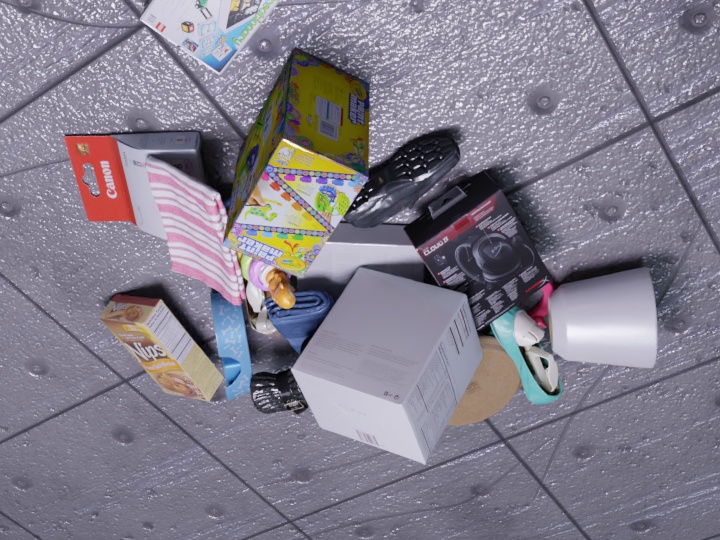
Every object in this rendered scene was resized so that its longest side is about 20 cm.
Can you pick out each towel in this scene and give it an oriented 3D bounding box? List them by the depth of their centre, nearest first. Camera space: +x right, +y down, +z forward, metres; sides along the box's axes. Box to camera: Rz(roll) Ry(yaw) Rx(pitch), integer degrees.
[{"bbox_3d":[-0.231,-0.053,1.418,0.145,0.030,0.202,26,141,33],"label":"towel"},{"bbox_3d":[-0.064,0.089,1.583,0.110,0.049,0.201,-7,149,17],"label":"towel"}]

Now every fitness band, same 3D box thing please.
[{"bbox_3d":[0.216,0.058,1.617,0.198,0.038,0.144,-29,123,24],"label":"fitness band"}]

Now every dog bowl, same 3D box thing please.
[{"bbox_3d":[-0.206,0.121,1.643,0.049,0.112,0.202,-9,133,-6],"label":"dog bowl"}]

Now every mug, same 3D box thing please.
[{"bbox_3d":[0.367,0.090,1.561,0.150,0.151,0.189,-4,132,7],"label":"mug"}]

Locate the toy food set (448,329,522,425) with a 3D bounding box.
[{"bbox_3d":[0.174,0.171,1.637,0.199,0.049,0.197,-39,129,17],"label":"toy food set"}]

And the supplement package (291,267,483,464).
[{"bbox_3d":[0.044,0.134,1.465,0.189,0.201,0.148,14,144,32],"label":"supplement package"}]

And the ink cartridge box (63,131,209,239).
[{"bbox_3d":[-0.317,-0.119,1.468,0.196,0.058,0.164,-4,133,-1],"label":"ink cartridge box"}]

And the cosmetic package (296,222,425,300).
[{"bbox_3d":[0.000,0.000,1.560,0.196,0.052,0.153,3,131,0],"label":"cosmetic package"}]

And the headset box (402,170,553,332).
[{"bbox_3d":[0.166,-0.031,1.470,0.148,0.077,0.201,-35,119,4],"label":"headset box"}]

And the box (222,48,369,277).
[{"bbox_3d":[-0.083,-0.141,1.334,0.120,0.202,0.193,22,131,-18],"label":"box"}]

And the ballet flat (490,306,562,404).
[{"bbox_3d":[0.263,0.119,1.574,0.070,0.067,0.202,-9,116,44],"label":"ballet flat"}]

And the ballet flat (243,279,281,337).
[{"bbox_3d":[-0.158,0.052,1.602,0.067,0.068,0.202,-6,132,7],"label":"ballet flat"}]

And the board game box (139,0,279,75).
[{"bbox_3d":[-0.170,-0.351,1.258,0.125,0.035,0.200,32,126,-23],"label":"board game box"}]

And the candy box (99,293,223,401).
[{"bbox_3d":[-0.322,0.126,1.656,0.114,0.056,0.201,4,140,38],"label":"candy box"}]

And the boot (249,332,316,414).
[{"bbox_3d":[-0.104,0.167,1.591,0.155,0.081,0.212,1,145,13],"label":"boot"}]

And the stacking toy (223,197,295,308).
[{"bbox_3d":[-0.136,-0.015,1.437,0.108,0.201,0.117,-27,135,-11],"label":"stacking toy"}]

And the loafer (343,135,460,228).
[{"bbox_3d":[0.061,-0.123,1.442,0.199,0.069,0.070,-31,144,24],"label":"loafer"}]
